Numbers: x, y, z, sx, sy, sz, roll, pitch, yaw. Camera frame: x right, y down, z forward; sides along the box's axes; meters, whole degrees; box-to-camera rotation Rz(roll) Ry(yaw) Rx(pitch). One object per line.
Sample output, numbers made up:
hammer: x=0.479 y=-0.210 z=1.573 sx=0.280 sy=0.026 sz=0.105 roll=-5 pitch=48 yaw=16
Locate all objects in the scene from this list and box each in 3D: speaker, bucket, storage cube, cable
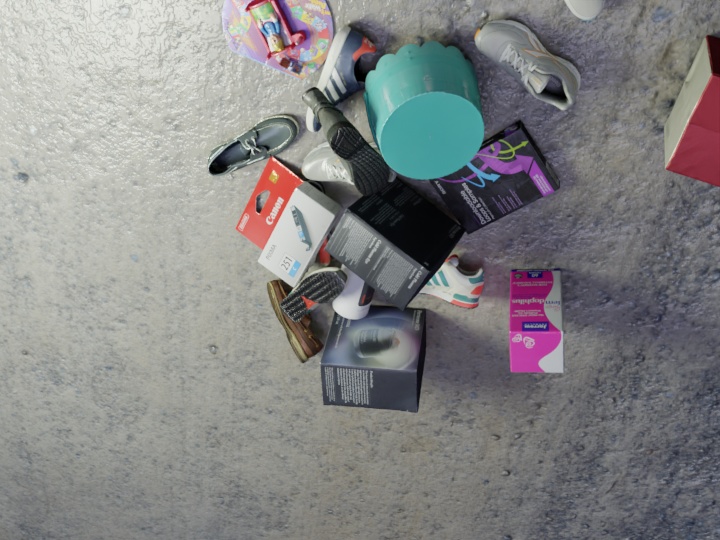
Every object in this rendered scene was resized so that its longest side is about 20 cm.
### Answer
speaker: x=0.000 y=0.000 z=1.660 sx=0.080 sy=0.082 sz=0.201 roll=16 pitch=126 yaw=0
bucket: x=0.109 y=-0.261 z=1.382 sx=0.205 sy=0.136 sz=0.208 roll=-4 pitch=137 yaw=-3
storage cube: x=0.596 y=-0.239 z=1.298 sx=0.178 sy=0.201 sz=0.172 roll=18 pitch=128 yaw=6
cable: x=-0.082 y=-0.083 z=1.634 sx=0.096 sy=0.051 sz=0.202 roll=11 pitch=128 yaw=5

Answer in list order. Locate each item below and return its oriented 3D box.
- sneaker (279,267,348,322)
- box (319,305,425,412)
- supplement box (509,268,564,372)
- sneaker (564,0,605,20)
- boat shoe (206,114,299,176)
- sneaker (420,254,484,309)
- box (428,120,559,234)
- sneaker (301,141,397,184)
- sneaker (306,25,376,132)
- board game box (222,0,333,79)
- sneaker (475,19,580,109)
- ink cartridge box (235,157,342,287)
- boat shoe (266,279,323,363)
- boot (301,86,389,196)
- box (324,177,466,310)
sneaker: x=-0.083 y=0.029 z=1.671 sx=0.070 sy=0.094 sz=0.199 roll=46 pitch=135 yaw=-8
box: x=0.032 y=0.175 z=1.706 sx=0.196 sy=0.201 sz=0.124 roll=4 pitch=126 yaw=8
supplement box: x=0.337 y=0.094 z=1.583 sx=0.100 sy=0.201 sz=0.104 roll=-1 pitch=126 yaw=12
sneaker: x=0.334 y=-0.472 z=1.250 sx=0.076 sy=0.081 sz=0.201 roll=-9 pitch=124 yaw=15
boat shoe: x=-0.204 y=-0.227 z=1.548 sx=0.198 sy=0.062 sz=0.073 roll=-19 pitch=117 yaw=22
sneaker: x=0.152 y=0.003 z=1.641 sx=0.198 sy=0.070 sz=0.094 roll=18 pitch=109 yaw=1
box: x=0.244 y=-0.165 z=1.518 sx=0.199 sy=0.036 sz=0.143 roll=-27 pitch=116 yaw=29
sneaker: x=-0.019 y=-0.190 z=1.518 sx=0.198 sy=0.092 sz=0.076 roll=-6 pitch=125 yaw=16
sneaker: x=-0.032 y=-0.318 z=1.440 sx=0.084 sy=0.075 sz=0.201 roll=23 pitch=127 yaw=-3
board game box: x=-0.146 y=-0.413 z=1.415 sx=0.198 sy=0.039 sz=0.159 roll=22 pitch=127 yaw=-5
sneaker: x=0.275 y=-0.334 z=1.345 sx=0.199 sy=0.092 sz=0.076 roll=28 pitch=126 yaw=-8
ink cartridge box: x=-0.152 y=-0.093 z=1.615 sx=0.175 sy=0.045 sz=0.201 roll=36 pitch=125 yaw=5
boat shoe: x=-0.141 y=0.101 z=1.778 sx=0.067 sy=0.072 sz=0.202 roll=-28 pitch=112 yaw=-10
boot: x=-0.023 y=-0.225 z=1.417 sx=0.067 sy=0.131 sz=0.200 roll=-34 pitch=143 yaw=4
box: x=0.066 y=-0.056 z=1.502 sx=0.181 sy=0.200 sz=0.105 roll=37 pitch=126 yaw=8
